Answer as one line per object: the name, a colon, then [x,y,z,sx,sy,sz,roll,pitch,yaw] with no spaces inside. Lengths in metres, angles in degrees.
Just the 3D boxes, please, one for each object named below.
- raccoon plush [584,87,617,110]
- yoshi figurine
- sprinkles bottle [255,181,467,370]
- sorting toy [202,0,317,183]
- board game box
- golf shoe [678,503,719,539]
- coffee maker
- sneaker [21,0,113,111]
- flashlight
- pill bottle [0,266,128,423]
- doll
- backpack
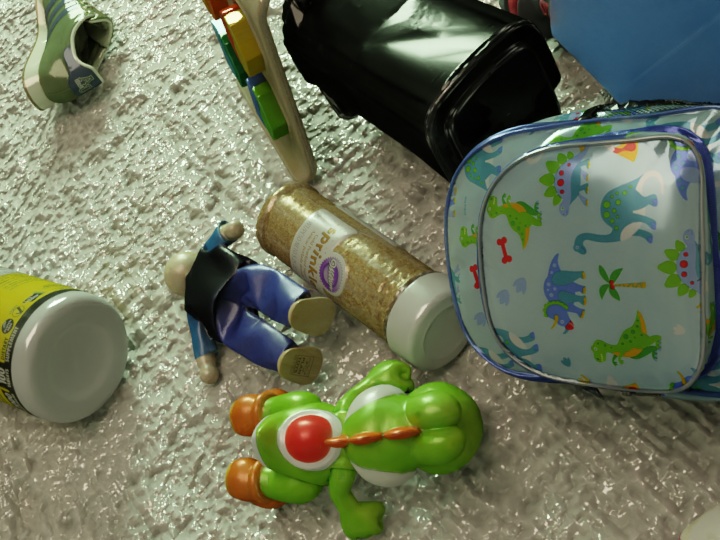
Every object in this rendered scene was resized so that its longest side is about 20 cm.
raccoon plush: [0.269,-0.107,0.728,0.200,0.097,0.134,-40,57,27]
yoshi figurine: [0.004,0.119,0.750,0.199,0.113,0.112,-13,26,40]
sprinkles bottle: [0.000,0.000,0.827,0.068,0.068,0.200,-51,49,-4]
sorting toy: [-0.100,-0.195,0.927,0.036,0.201,0.185,-23,49,-10]
board game box: [0.217,-0.160,0.661,0.158,0.200,0.039,-39,14,41]
golf shoe: [0.219,0.214,0.570,0.091,0.075,0.201,-23,49,38]
coffee maker: [0.035,-0.158,0.818,0.200,0.192,0.135,38,105,43]
sneaker: [-0.310,-0.267,1.189,0.089,0.067,0.201,-11,57,17]
flashlight: [0.151,-0.190,0.790,0.068,0.067,0.200,-59,15,17]
pill bottle: [-0.310,0.058,0.956,0.199,0.112,0.113,12,70,37]
doll: [-0.105,0.029,0.877,0.200,0.048,0.137,26,106,46]
backpack: [0.148,-0.012,0.664,0.199,0.147,0.184,-1,95,37]
